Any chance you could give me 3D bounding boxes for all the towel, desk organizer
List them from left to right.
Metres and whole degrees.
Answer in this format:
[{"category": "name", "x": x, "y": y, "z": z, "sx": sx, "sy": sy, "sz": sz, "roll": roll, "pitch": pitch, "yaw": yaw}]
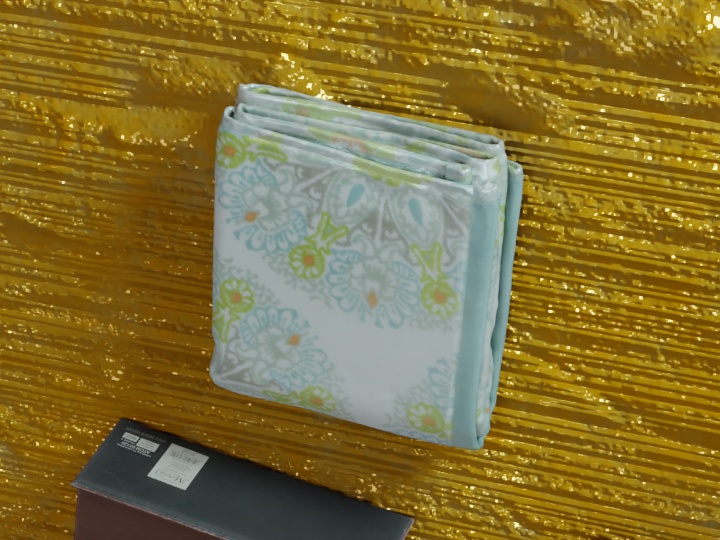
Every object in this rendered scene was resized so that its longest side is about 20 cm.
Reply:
[{"category": "desk organizer", "x": -0.076, "y": 0.171, "z": 1.267, "sx": 0.200, "sy": 0.072, "sz": 0.077, "roll": 18, "pitch": 126, "yaw": 12}, {"category": "towel", "x": 0.000, "y": 0.000, "z": 1.153, "sx": 0.171, "sy": 0.048, "sz": 0.200, "roll": 15, "pitch": 123, "yaw": 17}]
